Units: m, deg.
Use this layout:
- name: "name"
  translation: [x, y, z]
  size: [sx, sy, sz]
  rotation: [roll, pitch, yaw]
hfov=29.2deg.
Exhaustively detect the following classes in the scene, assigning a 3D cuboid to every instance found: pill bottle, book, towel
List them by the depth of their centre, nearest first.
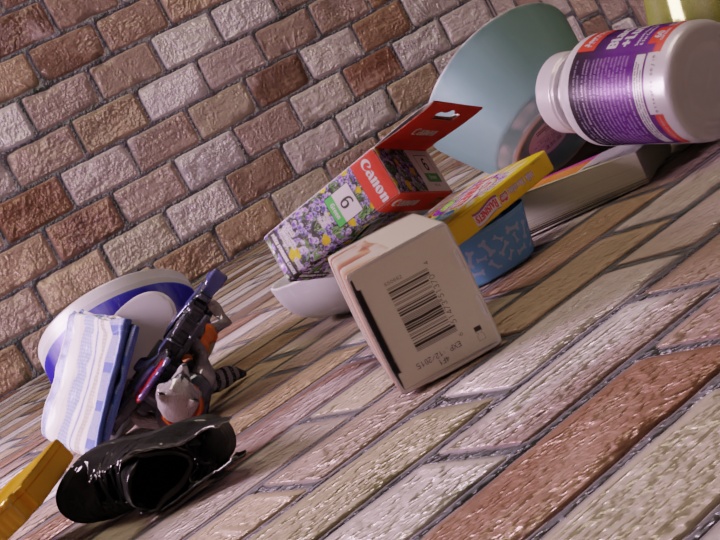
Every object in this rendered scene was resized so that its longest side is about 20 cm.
- name: "pill bottle"
  translation: [0.263, -0.176, 1.328]
  size: [0.111, 0.112, 0.199]
  rotation: [-32, 19, -28]
- name: "book"
  translation: [0.211, -0.085, 1.418]
  size: [0.199, 0.048, 0.134]
  rotation: [-23, 7, 28]
- name: "towel"
  translation: [-0.284, 0.114, 1.433]
  size: [0.024, 0.148, 0.200]
  rotation: [16, -7, -26]

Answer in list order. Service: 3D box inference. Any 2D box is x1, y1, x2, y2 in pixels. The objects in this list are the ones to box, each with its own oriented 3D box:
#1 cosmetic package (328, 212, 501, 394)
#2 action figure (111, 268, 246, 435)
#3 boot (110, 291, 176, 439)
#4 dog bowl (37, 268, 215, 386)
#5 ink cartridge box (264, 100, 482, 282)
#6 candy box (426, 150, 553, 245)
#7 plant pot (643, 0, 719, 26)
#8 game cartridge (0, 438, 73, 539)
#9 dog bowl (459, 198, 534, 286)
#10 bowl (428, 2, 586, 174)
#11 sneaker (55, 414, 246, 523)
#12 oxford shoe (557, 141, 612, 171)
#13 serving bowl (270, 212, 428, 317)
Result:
- name: "cosmetic package"
  translation: [0.037, 0.020, 1.083]
  size: [0.087, 0.104, 0.200]
  rotation: [-27, 5, -2]
- name: "action figure"
  translation: [-0.163, 0.094, 1.405]
  size: [0.201, 0.104, 0.194]
  rotation: [-53, 5, 15]
- name: "boot"
  translation: [-0.254, 0.107, 1.518]
  size: [0.201, 0.073, 0.096]
  rotation: [-59, -2, 9]
- name: "dog bowl"
  translation: [-0.273, 0.089, 1.631]
  size: [0.199, 0.079, 0.201]
  rotation: [-28, -23, -13]
- name: "ink cartridge box"
  translation: [0.022, -0.066, 1.196]
  size: [0.200, 0.051, 0.109]
  rotation: [-37, -14, 25]
- name: "candy box"
  translation: [0.096, -0.053, 1.292]
  size: [0.102, 0.027, 0.200]
  rotation: [-21, 10, 40]
- name: "plant pot"
  translation: [0.364, -0.265, 1.398]
  size: [0.199, 0.186, 0.200]
  rotation: [-20, 8, 3]
- name: "game cartridge"
  translation: [-0.324, 0.229, 1.120]
  size: [0.200, 0.032, 0.176]
  rotation: [-45, 6, 2]
- name: "dog bowl"
  translation: [0.081, -0.005, 1.328]
  size: [0.199, 0.050, 0.111]
  rotation: [-25, 7, 37]
- name: "bowl"
  translation: [0.179, -0.173, 1.483]
  size: [0.200, 0.105, 0.202]
  rotation: [-29, -33, -21]
- name: "sneaker"
  translation: [-0.170, 0.158, 1.083]
  size: [0.198, 0.060, 0.104]
  rotation: [-24, 3, 15]
- name: "oxford shoe"
  translation: [0.235, -0.143, 1.591]
  size: [0.199, 0.085, 0.073]
  rotation: [-30, 8, 2]
- name: "serving bowl"
  translation: [0.000, 0.000, 1.569]
  size: [0.199, 0.066, 0.200]
  rotation: [-29, 7, 4]
